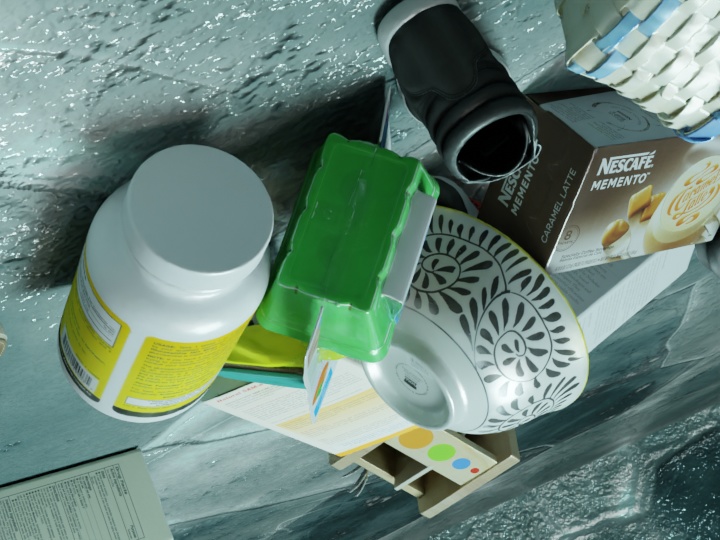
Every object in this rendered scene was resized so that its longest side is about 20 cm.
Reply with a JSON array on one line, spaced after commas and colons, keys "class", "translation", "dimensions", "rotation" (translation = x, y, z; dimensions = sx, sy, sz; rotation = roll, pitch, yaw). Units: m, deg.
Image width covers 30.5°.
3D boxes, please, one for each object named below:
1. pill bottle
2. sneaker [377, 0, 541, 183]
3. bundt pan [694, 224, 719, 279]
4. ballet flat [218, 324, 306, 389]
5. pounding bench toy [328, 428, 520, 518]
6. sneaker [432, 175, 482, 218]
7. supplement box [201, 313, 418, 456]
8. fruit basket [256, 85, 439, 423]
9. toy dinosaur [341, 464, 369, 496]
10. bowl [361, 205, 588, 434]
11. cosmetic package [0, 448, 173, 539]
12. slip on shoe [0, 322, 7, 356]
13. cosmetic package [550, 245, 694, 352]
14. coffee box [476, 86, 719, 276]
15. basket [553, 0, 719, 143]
[{"class": "pill bottle", "translation": [-0.121, 0.010, 0.821], "dimensions": [0.112, 0.113, 0.200], "rotation": [-15, 160, -28]}, {"class": "sneaker", "translation": [0.071, -0.090, 0.812], "dimensions": [0.071, 0.099, 0.200], "rotation": [-30, 162, 9]}, {"class": "bundt pan", "translation": [0.329, -0.072, 1.069], "dimensions": [0.076, 0.202, 0.202], "rotation": [9, 151, -13]}, {"class": "ballet flat", "translation": [-0.116, 0.053, 0.998], "dimensions": [0.199, 0.067, 0.067], "rotation": [0, 166, 15]}, {"class": "pounding bench toy", "translation": [0.049, 0.111, 1.320], "dimensions": [0.156, 0.200, 0.124], "rotation": [33, 123, -32]}, {"class": "sneaker", "translation": [0.094, -0.035, 1.065], "dimensions": [0.108, 0.067, 0.202], "rotation": [-49, 147, -22]}, {"class": "supplement box", "translation": [-0.027, 0.084, 1.109], "dimensions": [0.126, 0.074, 0.200], "rotation": [-23, 149, 25]}, {"class": "fruit basket", "translation": [0.000, 0.000, 0.882], "dimensions": [0.094, 0.186, 0.200], "rotation": [15, 162, 11]}, {"class": "toy dinosaur", "translation": [0.002, 0.148, 1.477], "dimensions": [0.200, 0.105, 0.182], "rotation": [-58, 155, -18]}, {"class": "bowl", "translation": [0.063, 0.059, 0.994], "dimensions": [0.094, 0.201, 0.201], "rotation": [-44, 173, -30]}, {"class": "cosmetic package", "translation": [-0.297, 0.255, 1.288], "dimensions": [0.200, 0.105, 0.071], "rotation": [-11, 159, -31]}, {"class": "slip on shoe", "translation": [-0.304, 0.098, 0.911], "dimensions": [0.200, 0.061, 0.076], "rotation": [-36, 159, 30]}, {"class": "cosmetic package", "translation": [0.214, 0.009, 1.202], "dimensions": [0.200, 0.071, 0.102], "rotation": [-37, 154, -18]}, {"class": "coffee box", "translation": [0.199, -0.074, 0.994], "dimensions": [0.200, 0.080, 0.115], "rotation": [-10, 131, -38]}, {"class": "basket", "translation": [0.224, -0.155, 0.733], "dimensions": [0.200, 0.139, 0.176], "rotation": [20, 142, -21]}]
